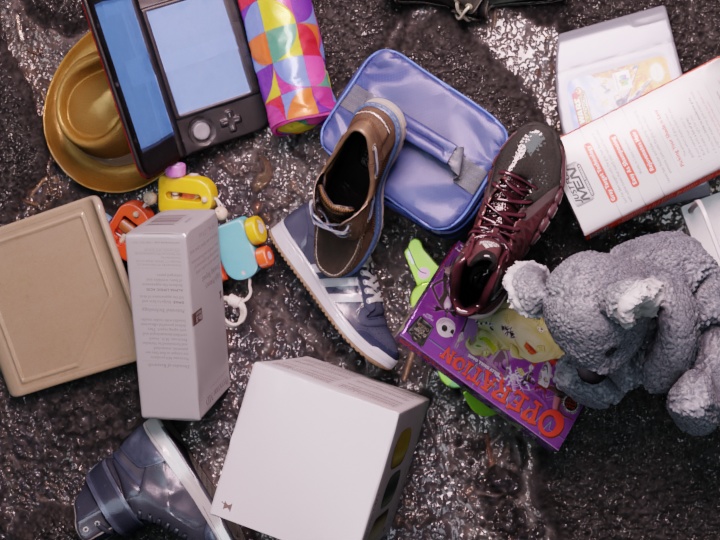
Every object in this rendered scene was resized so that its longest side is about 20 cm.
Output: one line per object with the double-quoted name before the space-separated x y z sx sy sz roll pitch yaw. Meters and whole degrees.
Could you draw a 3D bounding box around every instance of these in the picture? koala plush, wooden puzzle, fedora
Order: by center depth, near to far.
"koala plush" 0.233 0.037 1.121 0.176 0.199 0.186 10 85 46
"fedora" -0.273 -0.187 1.353 0.198 0.082 0.203 -1 87 11
"wooden puzzle" -0.337 0.030 1.361 0.198 0.037 0.187 -16 97 19

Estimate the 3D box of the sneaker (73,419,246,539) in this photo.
"sneaker" -0.217 0.276 1.315 0.146 0.077 0.203 -37 71 -4

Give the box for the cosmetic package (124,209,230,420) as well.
"cosmetic package" -0.189 0.046 1.288 0.073 0.102 0.202 0 107 14

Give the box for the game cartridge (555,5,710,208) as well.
"game cartridge" 0.273 -0.160 1.268 0.132 0.042 0.202 -14 85 6

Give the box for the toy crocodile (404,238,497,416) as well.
"toy crocodile" 0.096 0.058 1.277 0.061 0.067 0.202 -22 85 6

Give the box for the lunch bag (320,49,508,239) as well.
"lunch bag" 0.064 -0.122 1.258 0.199 0.132 0.137 34 94 11

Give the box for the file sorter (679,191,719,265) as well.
"file sorter" 0.431 -0.037 1.185 0.198 0.124 0.140 -21 83 10

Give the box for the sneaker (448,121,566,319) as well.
"sneaker" 0.136 -0.041 1.148 0.075 0.115 0.202 21 100 9

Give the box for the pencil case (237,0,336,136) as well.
"pencil case" -0.077 -0.248 1.319 0.087 0.088 0.202 -12 86 10

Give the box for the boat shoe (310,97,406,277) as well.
"boat shoe" -0.017 -0.071 1.196 0.072 0.072 0.202 26 125 18

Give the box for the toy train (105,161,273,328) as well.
"toy train" -0.186 -0.035 1.348 0.199 0.056 0.151 32 112 5

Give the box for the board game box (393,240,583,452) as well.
"board game box" 0.145 0.077 1.238 0.199 0.032 0.121 35 76 -6

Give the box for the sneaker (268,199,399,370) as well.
"sneaker" 0.000 0.000 1.297 0.108 0.070 0.201 -41 78 9

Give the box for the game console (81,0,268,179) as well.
"game console" -0.185 -0.217 1.268 0.171 0.119 0.202 -20 105 -15

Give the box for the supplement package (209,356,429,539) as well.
"supplement package" -0.034 0.182 1.227 0.149 0.200 0.153 18 91 12

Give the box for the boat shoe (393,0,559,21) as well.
"boat shoe" 0.118 -0.298 1.288 0.197 0.071 0.065 -7 85 9

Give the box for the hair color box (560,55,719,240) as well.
"hair color box" 0.291 -0.120 1.214 0.198 0.061 0.102 -26 83 8
